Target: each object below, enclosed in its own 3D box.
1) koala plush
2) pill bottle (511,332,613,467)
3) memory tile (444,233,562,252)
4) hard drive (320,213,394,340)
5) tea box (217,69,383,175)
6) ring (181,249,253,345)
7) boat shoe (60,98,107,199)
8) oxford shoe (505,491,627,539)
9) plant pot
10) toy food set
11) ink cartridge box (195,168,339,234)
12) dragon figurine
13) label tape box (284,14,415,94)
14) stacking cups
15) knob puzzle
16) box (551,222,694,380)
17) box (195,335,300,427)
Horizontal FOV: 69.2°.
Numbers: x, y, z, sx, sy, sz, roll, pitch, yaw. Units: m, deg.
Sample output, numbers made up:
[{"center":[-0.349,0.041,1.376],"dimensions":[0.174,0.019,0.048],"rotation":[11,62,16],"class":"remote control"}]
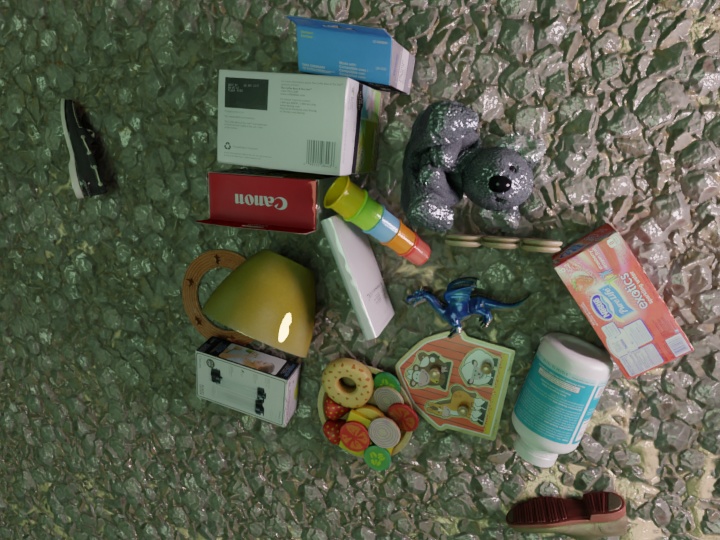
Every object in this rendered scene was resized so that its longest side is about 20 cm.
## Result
[{"center":[0.170,-0.149,0.785],"dimensions":[0.198,0.184,0.179],"rotation":[10,106,-7],"class":"koala plush"},{"center":[0.311,0.210,0.831],"dimensions":[0.110,0.111,0.201],"rotation":[20,108,12],"class":"pill bottle"},{"center":[0.204,-0.041,0.758],"dimensions":[0.152,0.200,0.017],"rotation":[5,96,15],"class":"memory tile"},{"center":[0.000,0.000,0.869],"dimensions":[0.027,0.132,0.201],"rotation":[-17,97,20],"class":"hard drive"},{"center":[-0.086,-0.225,0.809],"dimensions":[0.198,0.197,0.135],"rotation":[10,106,16],"class":"tea box"},{"center":[-0.271,0.059,1.032],"dimensions":[0.199,0.019,0.202],"rotation":[5,105,17],"class":"ring"},{"center":[-0.545,-0.242,1.026],"dimensions":[0.060,0.074,0.202],"rotation":[-11,82,-20],"class":"boat shoe"},{"center":[0.354,0.437,0.895],"dimensions":[0.199,0.070,0.075],"rotation":[-14,104,21],"class":"oxford shoe"},{"center":[-0.157,0.047,0.918],"dimensions":[0.199,0.200,0.143],"rotation":[22,83,12],"class":"plant pot"},{"center":[0.009,0.267,0.972],"dimensions":[0.197,0.049,0.201],"rotation":[21,110,13],"class":"toy food set"},{"center":[-0.145,-0.120,0.865],"dimensions":[0.198,0.176,0.085],"rotation":[6,105,16],"class":"ink cartridge box"},{"center":[0.173,0.047,0.864],"dimensions":[0.199,0.059,0.100],"rotation":[-21,96,22],"class":"dragon figurine"},{"center":[-0.011,-0.308,0.763],"dimensions":[0.143,0.200,0.064],"rotation":[14,106,14],"class":"label tape box"},{"center":[0.036,-0.072,0.831],"dimensions":[0.199,0.061,0.061],"rotation":[33,114,-26],"class":"stacking cups"},{"center":[0.156,0.198,0.922],"dimensions":[0.218,0.030,0.222],"rotation":[4,104,17],"class":"knob puzzle"},{"center":[0.382,0.044,0.776],"dimensions":[0.102,0.095,0.201],"rotation":[-34,91,22],"class":"box"},{"center":[-0.221,0.216,1.022],"dimensions":[0.198,0.060,0.118],"rotation":[14,117,15],"class":"box"}]
